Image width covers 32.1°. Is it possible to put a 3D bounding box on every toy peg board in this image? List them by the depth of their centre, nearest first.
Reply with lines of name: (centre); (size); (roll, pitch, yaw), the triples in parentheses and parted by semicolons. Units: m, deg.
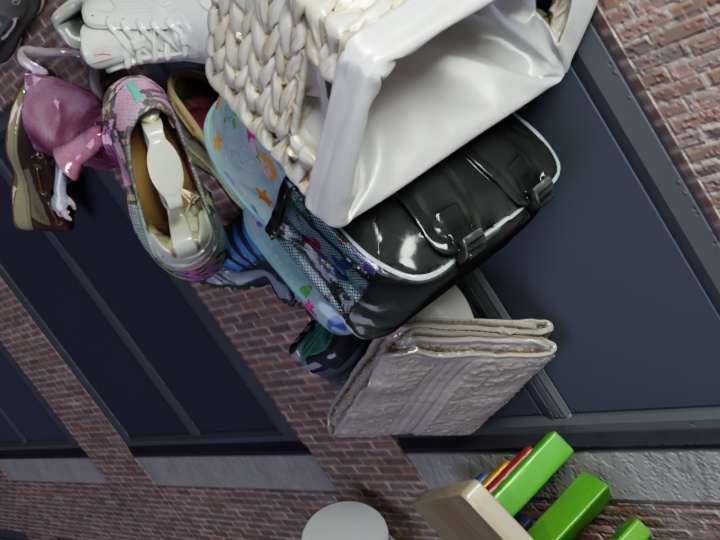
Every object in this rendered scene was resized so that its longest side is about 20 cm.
toy peg board: (0.162, 0.231, 1.042); (0.200, 0.098, 0.199); (47, 165, 3)

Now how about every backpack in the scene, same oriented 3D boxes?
backpack: (0.002, -0.072, 0.801); (0.200, 0.177, 0.151); (49, 145, 6)

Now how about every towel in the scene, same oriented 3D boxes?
towel: (0.058, 0.089, 0.970); (0.200, 0.132, 0.035); (118, 150, -59)

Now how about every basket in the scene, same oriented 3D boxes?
basket: (0.025, -0.143, 0.676); (0.123, 0.200, 0.136); (45, 150, 19)

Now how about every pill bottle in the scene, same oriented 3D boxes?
pill bottle: (-0.005, 0.340, 1.326); (0.120, 0.120, 0.200); (27, 143, 32)

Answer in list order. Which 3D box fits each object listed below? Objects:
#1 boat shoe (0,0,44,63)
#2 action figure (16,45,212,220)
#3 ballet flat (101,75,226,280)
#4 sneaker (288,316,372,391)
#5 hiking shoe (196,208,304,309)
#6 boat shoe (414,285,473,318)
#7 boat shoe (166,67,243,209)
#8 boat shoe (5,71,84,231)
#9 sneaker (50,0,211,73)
boat shoe: (-0.340, -0.242, 1.158); (0.067, 0.057, 0.200); (49, 150, 0)
action figure: (-0.210, -0.123, 1.091); (0.200, 0.134, 0.149); (15, 110, 57)
ballet flat: (-0.151, -0.057, 0.989); (0.071, 0.069, 0.200); (-124, 16, -52)
sneaker: (-0.002, 0.071, 1.050); (0.087, 0.074, 0.200); (39, 175, -6)
hiking shoe: (-0.085, -0.028, 1.079); (0.200, 0.074, 0.087); (10, 115, 41)
boat shoe: (0.000, 0.000, 0.933); (0.068, 0.072, 0.200); (-36, 127, 25)
boat shoe: (-0.084, -0.097, 0.981); (0.200, 0.074, 0.066); (30, 150, 28)
boat shoe: (-0.316, -0.114, 1.277); (0.072, 0.072, 0.200); (13, 132, 0)
sneaker: (-0.161, -0.180, 0.958); (0.200, 0.099, 0.078); (17, 137, 42)
